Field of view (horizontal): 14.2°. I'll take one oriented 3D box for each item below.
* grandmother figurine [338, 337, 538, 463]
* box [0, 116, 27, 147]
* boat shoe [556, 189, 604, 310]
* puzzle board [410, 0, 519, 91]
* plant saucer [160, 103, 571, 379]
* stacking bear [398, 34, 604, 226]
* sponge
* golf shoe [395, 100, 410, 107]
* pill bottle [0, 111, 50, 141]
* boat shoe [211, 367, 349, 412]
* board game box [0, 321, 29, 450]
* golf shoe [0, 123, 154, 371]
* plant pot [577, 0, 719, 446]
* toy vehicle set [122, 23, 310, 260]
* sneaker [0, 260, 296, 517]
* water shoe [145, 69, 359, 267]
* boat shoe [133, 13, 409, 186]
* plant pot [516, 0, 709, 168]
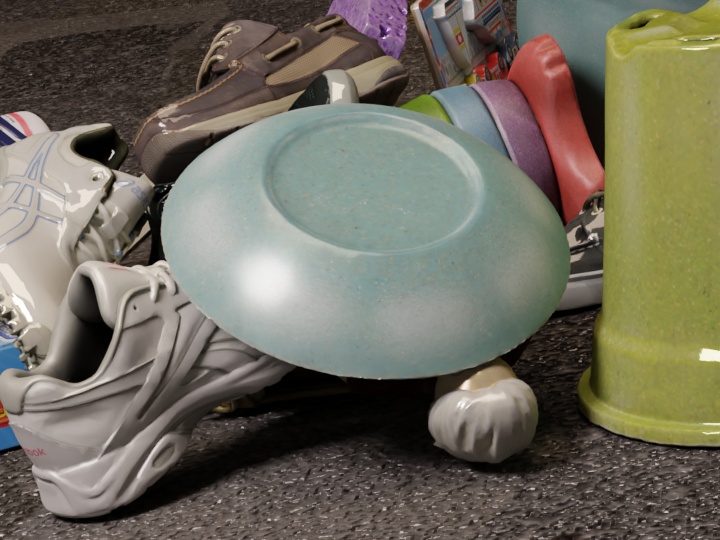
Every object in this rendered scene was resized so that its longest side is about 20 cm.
[{"bbox_3d":[0.037,0.024,1.403,0.121,0.061,0.200,-30,38,4],"label":"grandmother figurine"},{"bbox_3d":[-0.225,-0.047,1.636,0.121,0.032,0.200,38,18,3],"label":"box"},{"bbox_3d":[0.153,-0.022,1.619,0.199,0.057,0.069,-12,15,-13],"label":"boat shoe"},{"bbox_3d":[0.083,-0.118,1.843,0.017,0.151,0.200,-14,12,17],"label":"puzzle board"},{"bbox_3d":[0.005,-0.029,1.385,0.200,0.039,0.201,5,40,-4],"label":"plant saucer"},{"bbox_3d":[0.032,-0.045,1.693,0.199,0.122,0.114,-20,0,-8],"label":"stacking bear"},{"bbox_3d":[-0.006,-0.139,1.795,0.030,0.112,0.200,24,25,-10],"label":"sponge"},{"bbox_3d":[0.012,-0.075,1.879,0.088,0.078,0.200,3,18,16],"label":"golf shoe"},{"bbox_3d":[-0.284,-0.026,1.792,0.199,0.109,0.109,-15,16,-21],"label":"pill bottle"},{"bbox_3d":[-0.034,0.039,1.485,0.200,0.073,0.063,-4,38,-7],"label":"boat shoe"},{"bbox_3d":[-0.263,0.060,1.555,0.195,0.056,0.200,-15,16,-22],"label":"board game box"},{"bbox_3d":[-0.151,-0.019,1.473,0.097,0.078,0.200,-26,35,4],"label":"golf shoe"},{"bbox_3d":[0.192,-0.034,1.389,0.199,0.185,0.200,-8,15,2],"label":"plant pot"},{"bbox_3d":[-0.107,-0.059,1.733,0.200,0.027,0.124,-42,3,33],"label":"toy vehicle set"},{"bbox_3d":[-0.092,0.024,1.388,0.078,0.100,0.200,11,47,49],"label":"sneaker"},{"bbox_3d":[-0.071,-0.025,1.512,0.079,0.200,0.072,24,22,-20],"label":"water shoe"},{"bbox_3d":[-0.060,-0.095,1.597,0.200,0.073,0.075,-20,-25,-49],"label":"boat shoe"},{"bbox_3d":[0.184,-0.122,1.780,0.199,0.135,0.200,10,14,-3],"label":"plant pot"}]
